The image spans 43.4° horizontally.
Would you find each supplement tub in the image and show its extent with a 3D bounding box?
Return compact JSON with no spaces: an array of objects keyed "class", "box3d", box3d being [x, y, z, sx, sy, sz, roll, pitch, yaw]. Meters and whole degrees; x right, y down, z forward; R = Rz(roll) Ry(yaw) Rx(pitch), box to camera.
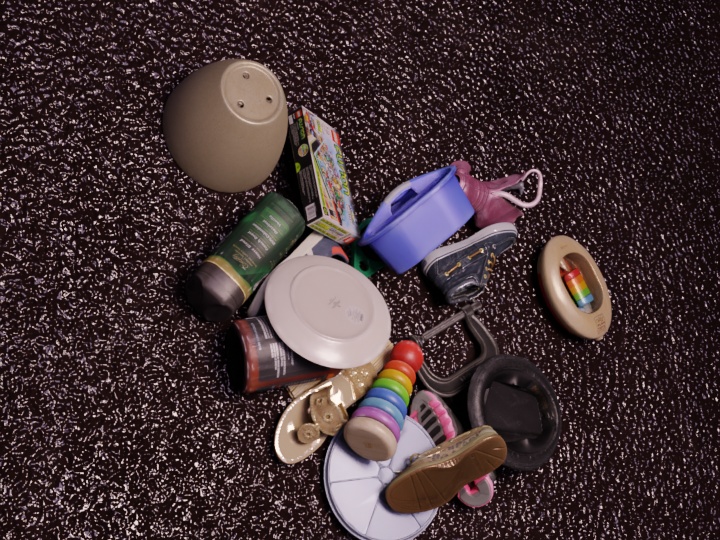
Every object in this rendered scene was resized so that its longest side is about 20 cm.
[{"class":"supplement tub","box3d":[-0.092,0.114,1.335,0.196,0.107,0.109,-7,77,-25]}]

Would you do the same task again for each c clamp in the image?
[{"class":"c clamp","box3d":[0.150,0.114,1.520,0.199,0.027,0.172,-33,82,-35]}]

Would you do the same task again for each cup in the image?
[{"class":"cup","box3d":[-0.188,-0.240,1.382,0.196,0.143,0.205,9,70,-26]}]

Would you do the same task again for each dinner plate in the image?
[{"class":"dinner plate","box3d":[-0.043,0.052,1.318,0.196,0.024,0.203,15,48,-17]}]

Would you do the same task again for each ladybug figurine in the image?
[{"class":"ladybug figurine","box3d":[0.384,0.037,1.649,0.134,0.072,0.204,-21,84,-32]}]

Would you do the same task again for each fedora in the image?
[{"class":"fedora","box3d":[0.235,0.237,1.490,0.197,0.091,0.205,10,70,-30]}]

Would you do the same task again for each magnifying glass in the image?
[{"class":"magnifying glass","box3d":[0.000,0.000,1.483,0.079,0.022,0.202,35,59,-15]}]

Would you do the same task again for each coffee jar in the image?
[{"class":"coffee jar","box3d":[-0.172,-0.018,1.342,0.085,0.104,0.201,42,58,-7]}]

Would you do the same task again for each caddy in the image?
[{"class":"caddy","box3d":[0.085,-0.088,1.447,0.199,0.141,0.106,-39,99,-2]}]

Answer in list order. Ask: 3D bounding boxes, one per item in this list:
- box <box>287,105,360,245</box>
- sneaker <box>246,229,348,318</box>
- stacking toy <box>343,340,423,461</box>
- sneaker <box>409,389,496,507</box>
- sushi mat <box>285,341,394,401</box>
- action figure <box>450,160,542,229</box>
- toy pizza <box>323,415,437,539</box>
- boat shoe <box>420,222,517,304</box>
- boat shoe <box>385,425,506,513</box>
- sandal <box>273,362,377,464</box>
[{"class":"box","box3d":[-0.059,-0.150,1.436,0.109,0.034,0.204,26,46,-54]},{"class":"sneaker","box3d":[-0.090,0.020,1.389,0.084,0.075,0.200,42,59,1]},{"class":"stacking toy","box3d":[0.048,0.187,1.379,0.085,0.085,0.202,40,49,-11]},{"class":"sneaker","box3d":[0.153,0.277,1.457,0.202,0.078,0.095,58,30,4]},{"class":"sushi mat","box3d":[-0.029,0.152,1.420,0.096,0.012,0.200,51,58,-6]},{"class":"action figure","box3d":[0.200,-0.123,1.565,0.197,0.147,0.137,15,73,-39]},{"class":"toy pizza","box3d":[0.035,0.315,1.386,0.196,0.032,0.205,6,71,-18]},{"class":"boat shoe","box3d":[0.204,-0.009,1.552,0.197,0.071,0.092,-23,61,-23]},{"class":"boat shoe","box3d":[0.125,0.299,1.366,0.196,0.063,0.075,-23,110,-6]},{"class":"sandal","box3d":[-0.043,0.199,1.347,0.211,0.069,0.078,-40,94,-32]}]
